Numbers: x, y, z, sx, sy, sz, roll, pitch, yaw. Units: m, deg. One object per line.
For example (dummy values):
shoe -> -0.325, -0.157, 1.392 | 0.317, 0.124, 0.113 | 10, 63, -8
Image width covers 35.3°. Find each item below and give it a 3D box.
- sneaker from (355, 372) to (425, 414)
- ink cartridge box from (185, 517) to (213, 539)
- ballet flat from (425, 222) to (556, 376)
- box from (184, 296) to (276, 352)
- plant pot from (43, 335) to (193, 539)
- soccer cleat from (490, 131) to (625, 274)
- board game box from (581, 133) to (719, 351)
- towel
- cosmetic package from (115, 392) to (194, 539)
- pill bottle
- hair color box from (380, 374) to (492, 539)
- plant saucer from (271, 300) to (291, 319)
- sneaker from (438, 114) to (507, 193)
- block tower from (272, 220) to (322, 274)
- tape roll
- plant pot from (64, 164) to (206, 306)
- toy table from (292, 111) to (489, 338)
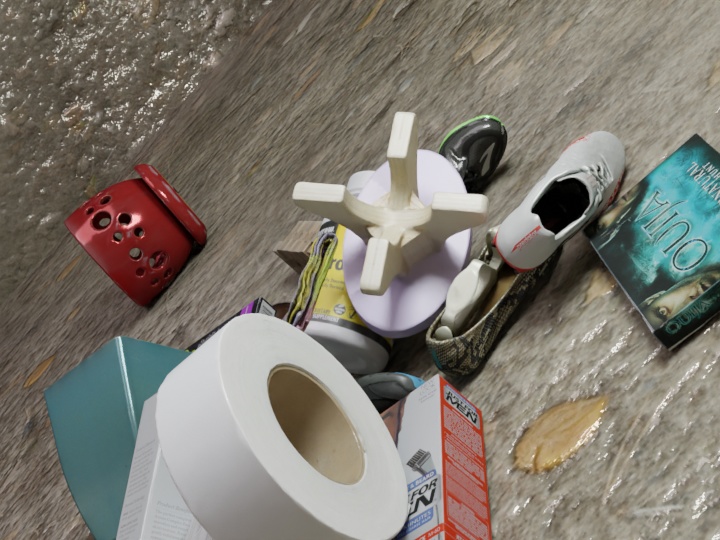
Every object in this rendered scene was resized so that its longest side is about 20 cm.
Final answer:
sneaker -> -0.007, 0.165, 1.072 | 0.200, 0.073, 0.082 | -39, 39, 34
ink cartridge box -> -0.094, 0.237, 0.993 | 0.200, 0.083, 0.147 | -55, 13, 37
ballet flat -> 0.126, 0.007, 1.067 | 0.068, 0.075, 0.200 | 20, 66, 40
box -> -0.194, 0.132, 1.409 | 0.200, 0.036, 0.143 | -33, 26, 28
plant pot -> -0.245, 0.203, 1.266 | 0.141, 0.141, 0.200 | -35, 56, 28
soccer cleat -> 0.196, -0.072, 1.038 | 0.200, 0.069, 0.085 | -41, -2, -32
board game box -> 0.267, -0.029, 0.936 | 0.135, 0.028, 0.200 | -41, 22, 13
towel -> -0.075, 0.068, 1.014 | 0.200, 0.023, 0.144 | -61, 7, 34
cosmetic package -> -0.179, 0.226, 1.141 | 0.074, 0.102, 0.200 | -34, 40, 47
pill bottle -> 0.000, 0.000, 1.206 | 0.111, 0.111, 0.200 | -15, 52, 53
hair color box -> 0.044, 0.190, 0.924 | 0.111, 0.064, 0.200 | -38, 22, 23
plant saucer -> -0.137, 0.124, 1.405 | 0.200, 0.032, 0.200 | -39, 23, 21
sneaker -> 0.103, -0.085, 1.284 | 0.200, 0.077, 0.084 | -53, 28, 11
block tower -> -0.041, -0.027, 1.457 | 0.058, 0.054, 0.200 | -53, 23, -17
tape roll -> -0.055, 0.133, 0.845 | 0.071, 0.202, 0.203 | -39, 23, 20
plant pot -> -0.376, -0.066, 1.952 | 0.182, 0.200, 0.200 | -40, 22, -5
toy table -> 0.036, -0.048, 1.093 | 0.184, 0.117, 0.200 | -5, 65, 10
